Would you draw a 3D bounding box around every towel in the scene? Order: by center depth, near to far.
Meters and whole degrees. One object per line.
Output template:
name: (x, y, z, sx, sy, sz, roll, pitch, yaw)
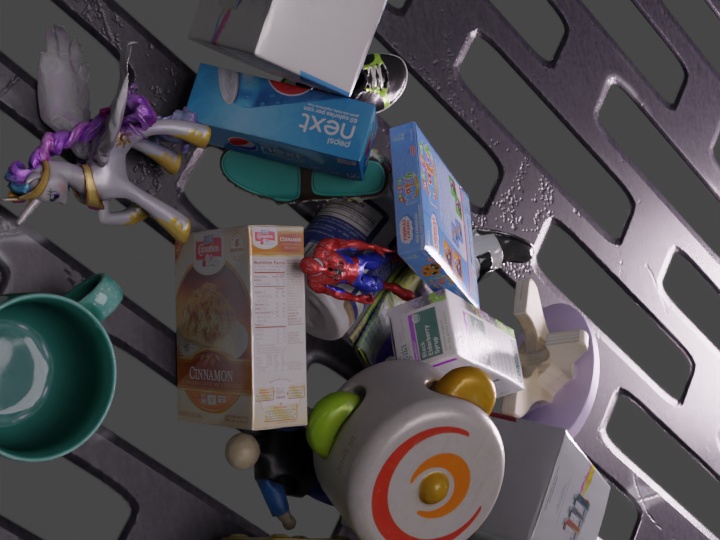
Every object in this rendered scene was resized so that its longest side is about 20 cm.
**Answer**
towel: (0.061, 0.090, 1.391, 0.144, 0.023, 0.201, -54, 140, -23)

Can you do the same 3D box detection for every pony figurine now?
pony figurine: (-0.248, -0.128, 1.137, 0.198, 0.165, 0.196, 10, 96, -44)

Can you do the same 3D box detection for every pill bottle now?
pill bottle: (-0.010, -0.027, 1.327, 0.111, 0.110, 0.201, 51, 60, -24)

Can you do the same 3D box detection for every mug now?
mug: (-0.309, 0.095, 1.091, 0.183, 0.114, 0.155, -15, 96, -37)

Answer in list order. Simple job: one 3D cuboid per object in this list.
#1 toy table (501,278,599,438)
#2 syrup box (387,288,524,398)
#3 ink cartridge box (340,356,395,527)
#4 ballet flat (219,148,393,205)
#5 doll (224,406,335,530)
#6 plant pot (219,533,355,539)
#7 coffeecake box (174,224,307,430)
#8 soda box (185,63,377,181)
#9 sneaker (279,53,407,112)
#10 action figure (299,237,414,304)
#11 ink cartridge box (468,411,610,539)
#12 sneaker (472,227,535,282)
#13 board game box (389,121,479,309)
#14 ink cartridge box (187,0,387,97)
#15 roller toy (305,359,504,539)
toy table: (0.224, 0.116, 1.475, 0.117, 0.182, 0.203, 40, 40, -44)
syrup box: (0.114, 0.094, 1.341, 0.199, 0.080, 0.080, 30, 45, -56)
ink cartridge box: (0.068, 0.227, 1.382, 0.199, 0.043, 0.201, 33, 69, -53)
ballet flat: (-0.058, -0.111, 1.293, 0.196, 0.064, 0.077, 8, 106, 5)
doll: (-0.068, 0.226, 1.312, 0.198, 0.048, 0.139, 23, 74, -35)
plant pot: (-0.079, 0.384, 1.219, 0.192, 0.194, 0.204, 11, 72, -36)
coffeecake box: (-0.128, 0.058, 1.207, 0.072, 0.152, 0.204, 0, 88, -38)
soda box: (-0.084, -0.159, 1.234, 0.197, 0.064, 0.069, 14, 76, 7)
sneaker: (-0.007, -0.213, 1.355, 0.198, 0.082, 0.073, -22, 102, -36)
action figure: (0.000, 0.000, 1.216, 0.199, 0.051, 0.066, 5, 106, -54)
ink cartridge box: (0.200, 0.284, 1.421, 0.200, 0.143, 0.146, 49, 58, -49)
sneaker: (0.134, -0.012, 1.466, 0.197, 0.074, 0.090, 7, 84, -27)
board game box: (0.086, -0.053, 1.303, 0.200, 0.036, 0.154, 45, 38, -59)
ink cartridge box: (-0.086, -0.279, 1.239, 0.127, 0.199, 0.127, 18, 95, -35)
roller toy: (0.054, 0.199, 1.201, 0.197, 0.140, 0.185, -19, 115, -17)
